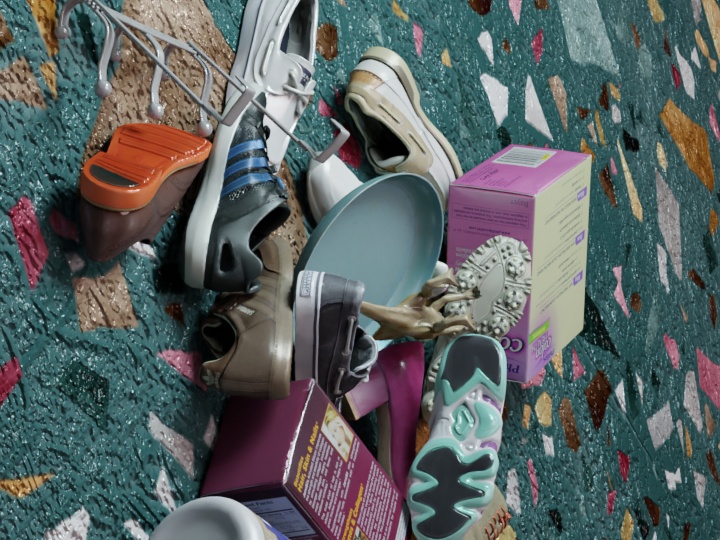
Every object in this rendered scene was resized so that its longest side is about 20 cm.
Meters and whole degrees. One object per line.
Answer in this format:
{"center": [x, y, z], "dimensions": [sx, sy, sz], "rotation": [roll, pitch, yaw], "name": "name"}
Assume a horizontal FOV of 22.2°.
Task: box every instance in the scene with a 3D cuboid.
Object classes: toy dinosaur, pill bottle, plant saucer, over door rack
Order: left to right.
{"center": [-0.130, -0.138, 1.427], "dimensions": [0.148, 0.200, 0.067], "rotation": [17, 102, -58], "name": "over door rack"}
{"center": [-0.075, 0.264, 1.414], "dimensions": [0.200, 0.115, 0.116], "rotation": [44, 43, -45], "name": "pill bottle"}
{"center": [0.000, 0.000, 1.648], "dimensions": [0.200, 0.027, 0.201], "rotation": [-34, 139, -36], "name": "plant saucer"}
{"center": [0.049, 0.042, 1.645], "dimensions": [0.200, 0.101, 0.058], "rotation": [20, 52, -60], "name": "toy dinosaur"}

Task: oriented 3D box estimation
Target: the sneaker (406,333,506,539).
{"center": [0.093, 0.171, 1.650], "dimensions": [0.140, 0.077, 0.201], "rotation": [82, 24, -64], "name": "sneaker"}

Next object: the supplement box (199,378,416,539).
{"center": [-0.038, 0.199, 1.533], "dimensions": [0.200, 0.085, 0.111], "rotation": [55, 36, -36], "name": "supplement box"}

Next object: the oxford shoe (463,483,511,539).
{"center": [0.107, 0.233, 1.718], "dimensions": [0.200, 0.074, 0.071], "rotation": [-96, -173, -56], "name": "oxford shoe"}

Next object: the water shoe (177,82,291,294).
{"center": [-0.094, -0.064, 1.532], "dimensions": [0.072, 0.078, 0.201], "rotation": [103, 2, -61], "name": "water shoe"}

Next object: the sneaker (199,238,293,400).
{"center": [-0.095, 0.032, 1.519], "dimensions": [0.200, 0.075, 0.071], "rotation": [-96, -168, -59], "name": "sneaker"}

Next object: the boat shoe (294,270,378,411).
{"center": [-0.019, 0.074, 1.561], "dimensions": [0.201, 0.067, 0.072], "rotation": [90, 6, -48], "name": "boat shoe"}

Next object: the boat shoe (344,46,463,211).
{"center": [0.038, -0.125, 1.824], "dimensions": [0.069, 0.074, 0.200], "rotation": [-54, 130, -29], "name": "boat shoe"}

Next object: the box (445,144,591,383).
{"center": [0.164, -0.011, 1.903], "dimensions": [0.176, 0.096, 0.201], "rotation": [-35, 129, -59], "name": "box"}

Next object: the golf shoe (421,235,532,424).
{"center": [0.107, 0.059, 1.809], "dimensions": [0.097, 0.078, 0.201], "rotation": [-167, -80, -86], "name": "golf shoe"}

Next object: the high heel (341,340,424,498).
{"center": [0.052, 0.168, 1.696], "dimensions": [0.096, 0.067, 0.201], "rotation": [-26, 93, -20], "name": "high heel"}

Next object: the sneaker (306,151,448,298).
{"center": [0.018, -0.043, 1.739], "dimensions": [0.200, 0.080, 0.071], "rotation": [52, 39, -35], "name": "sneaker"}

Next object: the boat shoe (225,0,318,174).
{"center": [-0.074, -0.173, 1.639], "dimensions": [0.074, 0.065, 0.201], "rotation": [36, 49, -50], "name": "boat shoe"}

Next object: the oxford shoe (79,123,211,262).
{"center": [-0.174, -0.065, 1.442], "dimensions": [0.200, 0.071, 0.073], "rotation": [-46, 153, -65], "name": "oxford shoe"}
